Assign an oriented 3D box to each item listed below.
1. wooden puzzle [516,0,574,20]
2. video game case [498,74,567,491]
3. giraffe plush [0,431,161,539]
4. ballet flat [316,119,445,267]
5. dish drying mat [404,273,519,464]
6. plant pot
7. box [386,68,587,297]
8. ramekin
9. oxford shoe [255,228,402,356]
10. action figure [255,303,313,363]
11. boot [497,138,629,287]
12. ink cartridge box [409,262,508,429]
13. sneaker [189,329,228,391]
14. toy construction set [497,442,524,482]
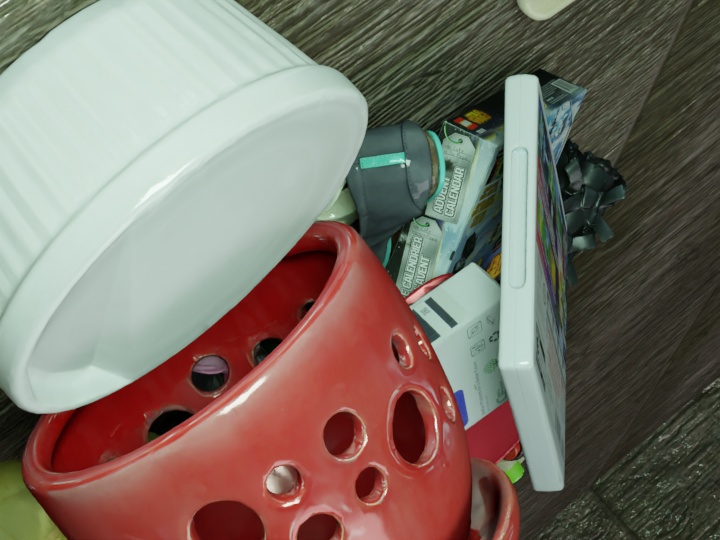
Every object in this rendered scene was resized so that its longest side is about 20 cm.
[{"bbox_3d":[0.182,-0.239,1.280,0.185,0.037,0.200,-36,164,-25],"label":"wooden puzzle"},{"bbox_3d":[0.103,0.012,1.319,0.023,0.183,0.200,-2,154,10],"label":"video game case"},{"bbox_3d":[-0.136,0.147,1.273,0.162,0.199,0.173,-26,133,-63],"label":"giraffe plush"},{"bbox_3d":[-0.008,-0.038,1.297,0.073,0.073,0.200,-38,176,-20],"label":"ballet flat"},{"bbox_3d":[0.057,0.074,1.383,0.077,0.018,0.200,-41,144,-6],"label":"dish drying mat"},{"bbox_3d":[-0.038,0.105,1.088,0.200,0.183,0.201,-29,-160,12],"label":"plant pot"},{"bbox_3d":[0.077,-0.045,1.417,0.200,0.040,0.137,-33,146,-65],"label":"box"},{"bbox_3d":[-0.100,-0.038,0.975,0.202,0.094,0.202,-41,166,-12],"label":"ramekin"},{"bbox_3d":[0.000,0.000,1.438,0.200,0.071,0.071,-52,156,-34],"label":"oxford shoe"},{"bbox_3d":[-0.048,0.019,1.270,0.055,0.118,0.200,-19,165,-4],"label":"action figure"},{"bbox_3d":[0.101,-0.012,1.614,0.198,0.073,0.163,0,-119,63],"label":"boot"},{"bbox_3d":[0.004,0.087,1.293,0.200,0.039,0.100,-35,145,-18],"label":"ink cartridge box"},{"bbox_3d":[-0.116,0.046,1.262,0.095,0.079,0.200,-20,164,0],"label":"sneaker"},{"bbox_3d":[0.050,0.088,1.525,0.131,0.200,0.092,-23,-146,36],"label":"toy construction set"}]
